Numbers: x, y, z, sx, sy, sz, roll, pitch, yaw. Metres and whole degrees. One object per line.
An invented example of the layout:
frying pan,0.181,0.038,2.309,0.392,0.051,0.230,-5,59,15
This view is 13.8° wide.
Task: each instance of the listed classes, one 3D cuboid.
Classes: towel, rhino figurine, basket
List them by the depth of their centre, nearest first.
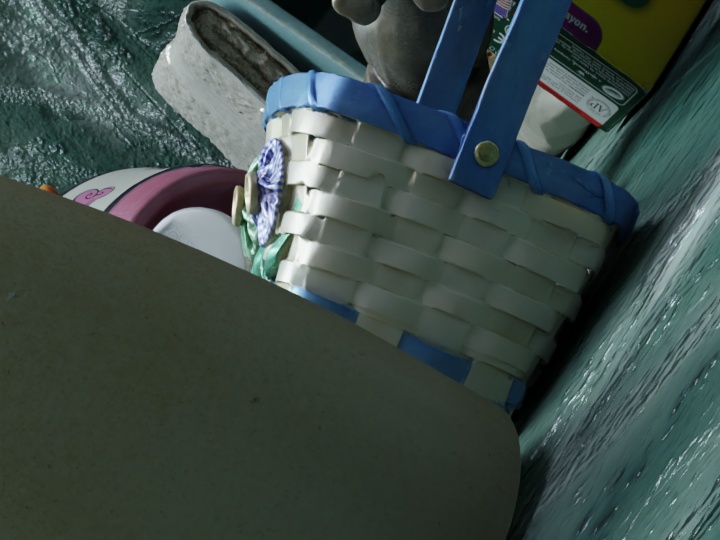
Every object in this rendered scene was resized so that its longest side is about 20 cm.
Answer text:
basket,0.033,-0.044,1.085,0.200,0.139,0.176,-65,5,-10
rhino figurine,0.024,-0.130,1.228,0.087,0.060,0.200,-64,-22,-55
towel,-0.031,-0.061,1.629,0.034,0.200,0.133,-49,2,-17

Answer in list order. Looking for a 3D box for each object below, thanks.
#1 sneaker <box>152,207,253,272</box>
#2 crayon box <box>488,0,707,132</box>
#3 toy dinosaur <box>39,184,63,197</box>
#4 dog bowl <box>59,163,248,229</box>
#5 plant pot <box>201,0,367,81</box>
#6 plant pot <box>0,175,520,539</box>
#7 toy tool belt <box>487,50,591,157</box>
sneaker,-0.066,0.081,1.182,0.099,0.071,0.200,25,-100,-64
crayon box,0.079,-0.190,1.334,0.173,0.200,0.058,-57,5,-26
toy dinosaur,-0.109,0.022,1.239,0.200,0.105,0.182,-27,-22,-40
dog bowl,-0.074,0.038,1.444,0.074,0.200,0.200,-20,30,48
plant pot,0.027,-0.139,1.686,0.196,0.196,0.200,-53,-4,-25
plant pot,-0.087,0.060,0.920,0.187,0.200,0.187,-46,19,20
toy tool belt,0.093,-0.155,1.460,0.200,0.123,0.125,-58,4,-39
